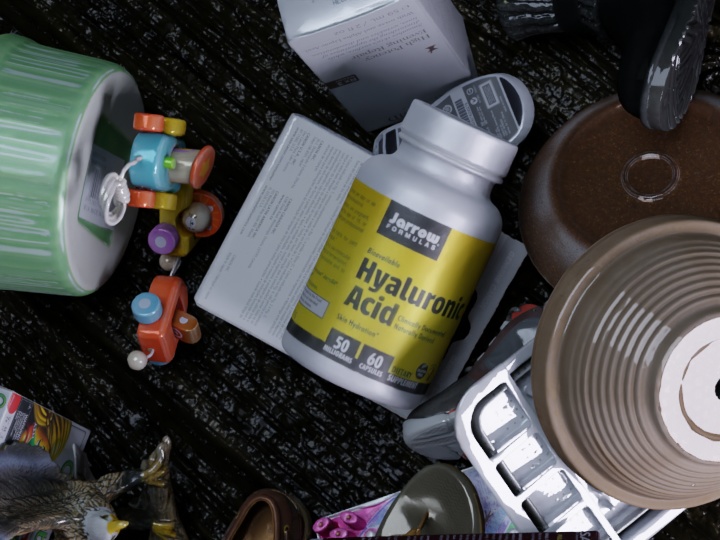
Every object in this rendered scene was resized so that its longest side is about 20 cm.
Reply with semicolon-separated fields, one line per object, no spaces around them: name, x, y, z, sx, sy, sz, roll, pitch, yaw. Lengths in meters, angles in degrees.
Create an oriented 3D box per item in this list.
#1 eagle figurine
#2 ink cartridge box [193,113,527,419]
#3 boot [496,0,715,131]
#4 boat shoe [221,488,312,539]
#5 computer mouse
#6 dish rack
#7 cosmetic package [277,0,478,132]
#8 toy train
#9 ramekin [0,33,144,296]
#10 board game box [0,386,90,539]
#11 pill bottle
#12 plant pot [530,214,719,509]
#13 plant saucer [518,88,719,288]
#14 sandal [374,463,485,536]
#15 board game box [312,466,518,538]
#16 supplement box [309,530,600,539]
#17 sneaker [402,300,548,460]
eagle figurine;-0.217;0.190;1.571;0.200;0.151;0.152;-21;63;-30
ink cartridge box;0.000;0.000;1.622;0.200;0.050;0.161;28;97;-4
boot;0.171;-0.183;1.598;0.157;0.080;0.211;5;43;16
boat shoe;-0.094;0.251;1.582;0.072;0.068;0.201;16;80;14
computer mouse;0.047;-0.078;1.656;0.200;0.044;0.110;-26;63;16
dish rack;0.170;0.098;1.505;0.200;0.044;0.172;-37;107;-7
cosmetic package;0.014;-0.176;1.608;0.101;0.200;0.074;-19;68;13
toy train;-0.140;-0.023;1.639;0.055;0.200;0.150;7;51;12
ramekin;-0.237;-0.075;1.670;0.097;0.200;0.201;10;77;13
board game box;-0.277;0.193;1.634;0.035;0.126;0.200;16;80;24
pill bottle;0.032;-0.013;1.541;0.111;0.111;0.200;27;96;24
plant pot;0.221;0.067;1.445;0.200;0.093;0.201;-3;100;-18
plant saucer;0.209;-0.059;1.569;0.200;0.037;0.201;-7;56;11
sandal;0.017;0.225;1.535;0.080;0.054;0.200;36;88;25
board game box;0.079;0.239;1.554;0.200;0.026;0.200;-20;68;12
supplement box;0.063;0.237;1.470;0.199;0.061;0.109;-3;105;7
sneaker;0.117;0.069;1.575;0.200;0.077;0.082;-23;59;-1
